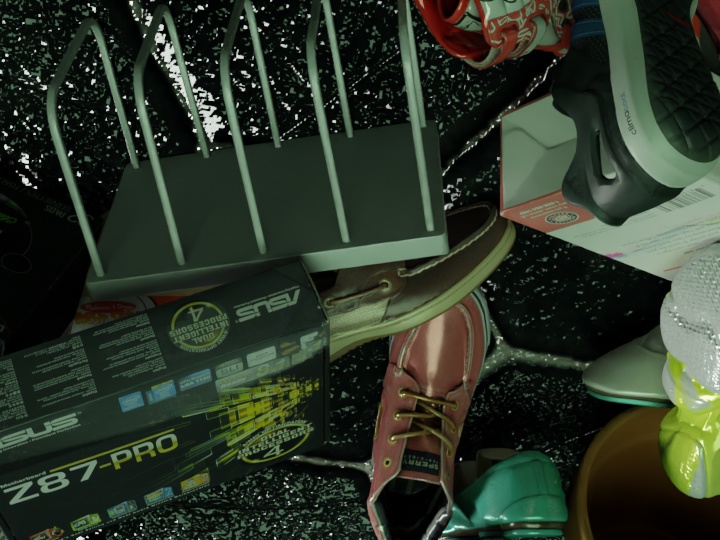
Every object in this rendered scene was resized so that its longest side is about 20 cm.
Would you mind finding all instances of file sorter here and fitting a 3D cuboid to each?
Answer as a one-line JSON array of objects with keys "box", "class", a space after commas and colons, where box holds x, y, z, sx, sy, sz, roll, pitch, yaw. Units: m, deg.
[{"box": [-0.060, -0.083, 0.708, 0.200, 0.139, 0.125, -8, 122, 6], "class": "file sorter"}]

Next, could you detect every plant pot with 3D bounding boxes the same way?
[{"box": [0.227, 0.209, 0.885, 0.200, 0.200, 0.140, 10, 141, -6], "class": "plant pot"}]

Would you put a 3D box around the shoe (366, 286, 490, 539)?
[{"box": [0.047, 0.101, 0.858, 0.071, 0.091, 0.200, 8, 124, -5], "class": "shoe"}]

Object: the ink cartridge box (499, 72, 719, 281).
[{"box": [0.189, -0.050, 0.723, 0.200, 0.068, 0.116, 18, 156, -37], "class": "ink cartridge box"}]

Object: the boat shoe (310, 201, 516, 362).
[{"box": [0.000, 0.000, 0.792, 0.200, 0.072, 0.072, -26, 117, 4], "class": "boat shoe"}]

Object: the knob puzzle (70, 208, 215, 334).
[{"box": [-0.136, 0.034, 0.852, 0.219, 0.030, 0.220, 1, 125, 1], "class": "knob puzzle"}]

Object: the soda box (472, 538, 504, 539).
[{"box": [0.085, 0.242, 0.904, 0.063, 0.071, 0.200, -5, 160, 12], "class": "soda box"}]

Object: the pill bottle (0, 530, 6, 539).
[{"box": [-0.282, 0.208, 0.921, 0.114, 0.114, 0.200, -21, 121, 14], "class": "pill bottle"}]

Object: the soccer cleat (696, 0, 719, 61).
[{"box": [0.208, -0.178, 0.695, 0.076, 0.067, 0.200, -41, 113, -11], "class": "soccer cleat"}]

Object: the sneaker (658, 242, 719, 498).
[{"box": [0.242, 0.054, 0.768, 0.105, 0.076, 0.200, -15, 136, -12], "class": "sneaker"}]

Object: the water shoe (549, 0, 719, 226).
[{"box": [0.118, -0.112, 0.609, 0.071, 0.200, 0.079, 26, 135, -25], "class": "water shoe"}]

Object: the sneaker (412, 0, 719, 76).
[{"box": [0.104, -0.135, 0.681, 0.201, 0.108, 0.067, 43, 157, -20], "class": "sneaker"}]

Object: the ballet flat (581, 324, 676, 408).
[{"box": [0.249, 0.060, 0.854, 0.200, 0.069, 0.070, 5, 124, -8], "class": "ballet flat"}]

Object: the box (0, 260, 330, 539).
[{"box": [-0.116, 0.080, 0.701, 0.200, 0.049, 0.161, -18, 149, -13], "class": "box"}]

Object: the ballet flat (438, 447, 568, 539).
[{"box": [0.091, 0.167, 0.908, 0.067, 0.071, 0.200, 6, 160, -19], "class": "ballet flat"}]

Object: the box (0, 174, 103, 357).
[{"box": [-0.283, 0.009, 0.747, 0.200, 0.149, 0.124, 24, 122, -2], "class": "box"}]
